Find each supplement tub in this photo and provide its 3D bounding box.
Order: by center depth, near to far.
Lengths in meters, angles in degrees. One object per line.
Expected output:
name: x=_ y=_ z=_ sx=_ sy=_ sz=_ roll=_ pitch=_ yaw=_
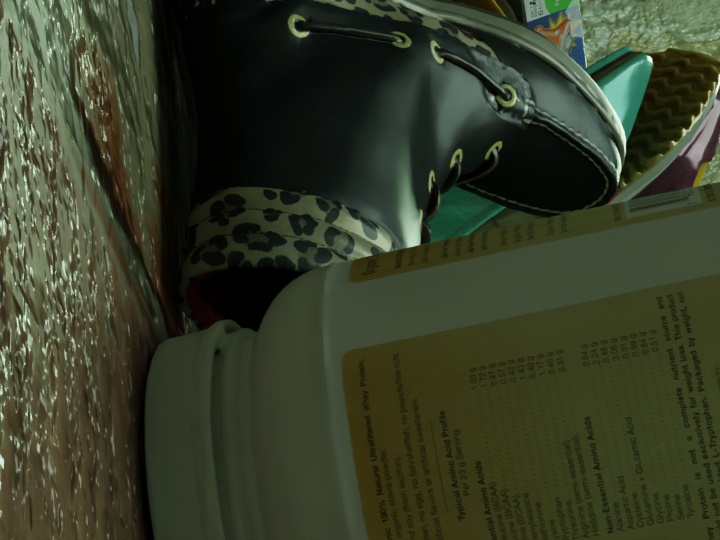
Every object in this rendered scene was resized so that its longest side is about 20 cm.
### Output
supplement tub: x=0.052 y=0.058 z=0.617 sx=0.144 sy=0.200 sz=0.145 roll=-12 pitch=90 yaw=-82

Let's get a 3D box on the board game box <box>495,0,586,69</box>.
board game box: x=0.036 y=-0.090 z=1.093 sx=0.200 sy=0.034 sz=0.135 roll=17 pitch=-58 yaw=52

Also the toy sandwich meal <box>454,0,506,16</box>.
toy sandwich meal: x=0.030 y=-0.150 z=0.924 sx=0.205 sy=0.070 sz=0.205 roll=-14 pitch=90 yaw=-83

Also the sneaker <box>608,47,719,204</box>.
sneaker: x=0.110 y=-0.008 z=0.998 sx=0.200 sy=0.075 sz=0.090 roll=-54 pitch=136 yaw=-17

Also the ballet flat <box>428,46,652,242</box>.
ballet flat: x=0.056 y=-0.018 z=0.926 sx=0.070 sy=0.200 sz=0.067 roll=54 pitch=-17 yaw=12

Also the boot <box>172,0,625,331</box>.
boot: x=0.015 y=-0.023 z=0.753 sx=0.203 sy=0.073 sz=0.154 roll=27 pitch=46 yaw=-35
